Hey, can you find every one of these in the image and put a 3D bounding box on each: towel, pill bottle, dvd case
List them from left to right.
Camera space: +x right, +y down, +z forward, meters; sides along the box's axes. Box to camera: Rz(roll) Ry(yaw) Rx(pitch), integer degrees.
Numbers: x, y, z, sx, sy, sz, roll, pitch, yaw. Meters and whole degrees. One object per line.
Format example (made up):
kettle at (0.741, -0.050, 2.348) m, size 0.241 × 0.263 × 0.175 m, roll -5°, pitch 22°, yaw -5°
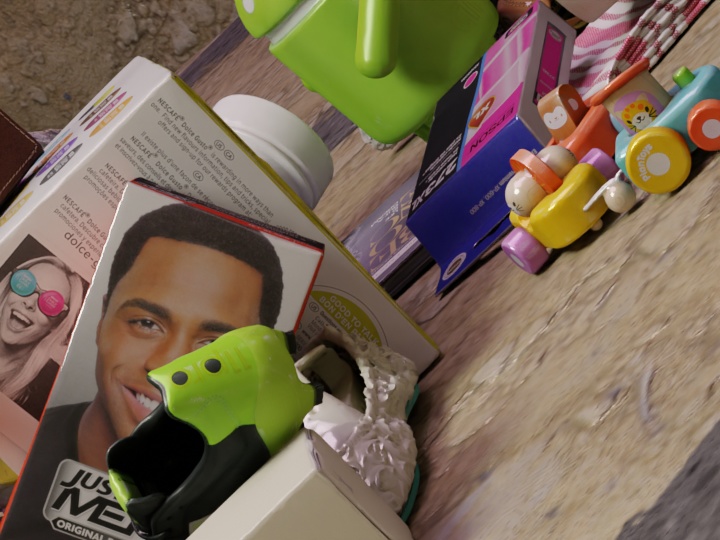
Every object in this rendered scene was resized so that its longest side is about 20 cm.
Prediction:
pill bottle at (-0.103, -0.009, 1.760) m, size 0.200 × 0.120 × 0.120 m, roll -58°, pitch 15°, yaw -28°
dvd case at (0.000, 0.000, 1.686) m, size 0.149 × 0.016 × 0.200 m, roll -42°, pitch 10°, yaw 10°
towel at (0.167, -0.158, 1.625) m, size 0.200 × 0.030 × 0.146 m, roll -48°, pitch 10°, yaw -21°

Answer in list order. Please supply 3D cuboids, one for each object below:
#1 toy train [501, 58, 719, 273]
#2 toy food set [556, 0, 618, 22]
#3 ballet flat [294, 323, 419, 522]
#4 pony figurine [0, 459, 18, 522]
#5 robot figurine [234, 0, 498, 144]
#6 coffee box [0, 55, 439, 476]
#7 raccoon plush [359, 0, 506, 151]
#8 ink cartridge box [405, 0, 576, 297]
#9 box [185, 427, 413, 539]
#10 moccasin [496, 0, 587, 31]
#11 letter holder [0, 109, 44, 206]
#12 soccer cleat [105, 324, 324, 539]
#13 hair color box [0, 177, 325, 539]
toy train at (0.126, -0.077, 1.371) m, size 0.150 × 0.056 × 0.200 m, roll -51°, pitch 12°, yaw -34°
toy food set at (0.171, -0.235, 1.644) m, size 0.144 × 0.060 × 0.200 m, roll -42°, pitch 13°, yaw 22°
ballet flat at (-0.014, 0.076, 1.285) m, size 0.072 × 0.072 × 0.200 m, roll -42°, pitch 11°, yaw 13°
pony figurine at (-0.216, 0.127, 1.702) m, size 0.193 × 0.167 × 0.200 m, roll -17°, pitch -15°, yaw -26°
robot figurine at (0.006, -0.161, 1.774) m, size 0.116 × 0.200 × 0.175 m, roll -52°, pitch 11°, yaw -6°
coffee box at (-0.106, 0.027, 1.463) m, size 0.198 × 0.200 × 0.200 m, roll -45°, pitch 11°, yaw -1°
raccoon plush at (0.072, -0.143, 1.901) m, size 0.134 × 0.097 × 0.200 m, roll -103°, pitch 28°, yaw -63°
ink cartridge box at (0.073, -0.071, 1.561) m, size 0.095 × 0.037 × 0.200 m, roll -44°, pitch 17°, yaw 27°
box at (-0.068, 0.161, 1.142) m, size 0.200 × 0.068 × 0.082 m, roll -43°, pitch 10°, yaw 4°
moccasin at (0.162, -0.228, 1.800) m, size 0.201 × 0.074 × 0.078 m, roll -49°, pitch 14°, yaw -23°
letter holder at (-0.276, -0.030, 1.389) m, size 0.101 × 0.142 × 0.200 m, roll -37°, pitch 14°, yaw 39°
soccer cleat at (-0.074, 0.098, 1.220) m, size 0.081 × 0.068 × 0.200 m, roll -14°, pitch -38°, yaw -25°
hair color box at (-0.097, 0.066, 1.329) m, size 0.061 × 0.101 × 0.200 m, roll -84°, pitch 14°, yaw -86°
